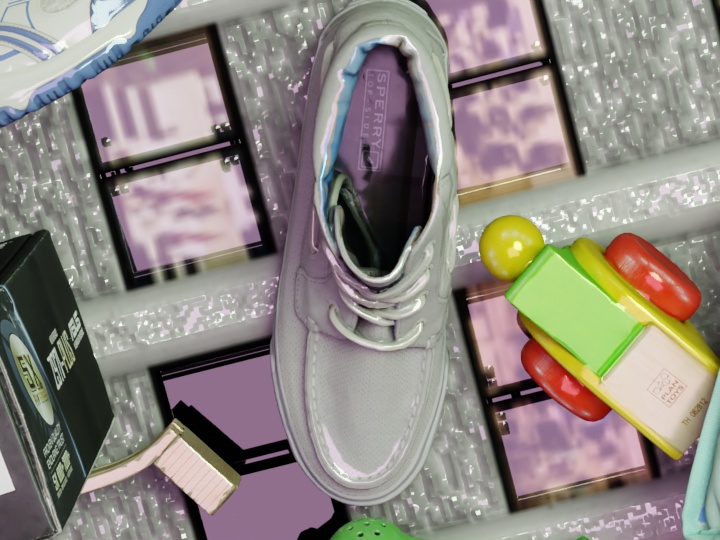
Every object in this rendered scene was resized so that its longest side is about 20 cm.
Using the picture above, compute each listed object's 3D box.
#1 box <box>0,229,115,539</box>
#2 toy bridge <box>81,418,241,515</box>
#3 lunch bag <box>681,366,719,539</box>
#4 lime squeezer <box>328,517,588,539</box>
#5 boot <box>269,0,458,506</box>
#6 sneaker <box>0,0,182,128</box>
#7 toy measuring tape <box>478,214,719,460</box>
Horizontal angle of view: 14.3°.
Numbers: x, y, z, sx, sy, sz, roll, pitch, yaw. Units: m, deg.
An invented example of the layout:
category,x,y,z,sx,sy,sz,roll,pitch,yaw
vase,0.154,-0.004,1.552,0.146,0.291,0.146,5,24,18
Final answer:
category,x,y,z,sx,sy,sz,roll,pitch,yaw
box,-0.204,0.067,1.063,0.199,0.164,0.086,-18,100,6
toy bridge,-0.138,0.134,1.142,0.067,0.027,0.200,43,99,-3
lunch bag,0.225,0.032,1.041,0.170,0.122,0.200,24,64,-19
lime squeezer,-0.008,0.139,1.142,0.200,0.038,0.071,-33,129,7
boot,0.000,0.000,1.078,0.073,0.096,0.201,1,101,2
sneaker,-0.162,-0.090,1.077,0.200,0.075,0.088,-26,98,6
toy measuring tape,0.125,0.046,1.095,0.200,0.074,0.074,39,99,-4
